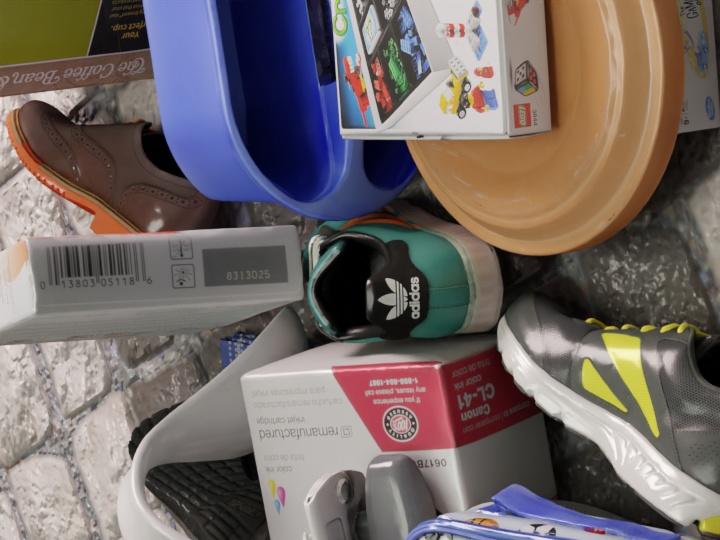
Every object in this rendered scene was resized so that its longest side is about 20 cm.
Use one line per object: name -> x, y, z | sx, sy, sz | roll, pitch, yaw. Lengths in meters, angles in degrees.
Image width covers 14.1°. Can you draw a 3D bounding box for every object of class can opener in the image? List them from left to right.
can opener -> 0.014, 0.196, 1.496 | 0.066, 0.053, 0.200 | -5, 100, 37

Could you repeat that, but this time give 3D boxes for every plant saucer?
plant saucer -> 0.080, -0.106, 1.461 | 0.200, 0.032, 0.201 | 14, 109, 48

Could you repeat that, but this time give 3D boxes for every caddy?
caddy -> -0.032, -0.125, 1.560 | 0.105, 0.141, 0.200 | -7, 93, 55

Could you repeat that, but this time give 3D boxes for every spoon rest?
spoon rest -> -0.082, 0.090, 1.605 | 0.061, 0.200, 0.099 | 29, 130, 0

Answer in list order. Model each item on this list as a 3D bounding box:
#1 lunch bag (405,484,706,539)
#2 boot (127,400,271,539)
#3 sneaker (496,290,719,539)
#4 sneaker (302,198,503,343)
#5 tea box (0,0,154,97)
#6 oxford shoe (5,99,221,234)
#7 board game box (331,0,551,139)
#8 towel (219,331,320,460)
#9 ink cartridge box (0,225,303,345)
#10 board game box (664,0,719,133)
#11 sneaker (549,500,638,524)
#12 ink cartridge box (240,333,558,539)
lunch bag -> 0.102, 0.191, 1.414 | 0.200, 0.076, 0.160 | 7, 104, 38
boot -> -0.072, 0.167, 1.696 | 0.200, 0.070, 0.132 | -125, 14, -59
sneaker -> 0.148, 0.058, 1.453 | 0.085, 0.074, 0.200 | -56, 46, 9
sneaker -> 0.000, 0.000, 1.568 | 0.200, 0.080, 0.071 | -172, 78, -67
tea box -> -0.212, -0.215, 1.705 | 0.134, 0.200, 0.197 | 40, 126, 37
oxford shoe -> -0.147, -0.063, 1.782 | 0.200, 0.071, 0.073 | 40, 98, 41
board game box -> 0.035, -0.166, 1.450 | 0.126, 0.035, 0.200 | 4, 100, 49
towel -> -0.009, 0.112, 1.678 | 0.200, 0.024, 0.145 | 7, 105, 51
ink cartridge box -> -0.140, 0.011, 1.669 | 0.200, 0.162, 0.050 | 168, 99, -67
board game box -> 0.114, -0.169, 1.459 | 0.134, 0.034, 0.200 | 2, 99, 49
sneaker -> 0.146, 0.205, 1.468 | 0.200, 0.074, 0.116 | 33, 119, 40
ink cartridge box -> 0.029, 0.139, 1.559 | 0.147, 0.086, 0.200 | -6, 96, 39
